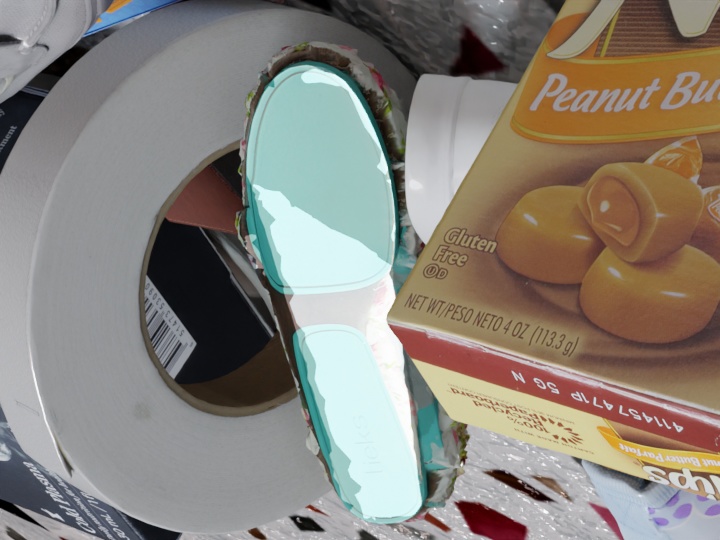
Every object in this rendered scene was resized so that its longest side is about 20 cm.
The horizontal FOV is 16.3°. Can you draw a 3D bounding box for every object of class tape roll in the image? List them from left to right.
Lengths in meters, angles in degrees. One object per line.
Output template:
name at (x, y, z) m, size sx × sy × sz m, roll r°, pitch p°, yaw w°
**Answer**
tape roll at (-0.049, -0.001, 0.938) m, size 0.037 × 0.203 × 0.203 m, roll 20°, pitch 158°, yaw 48°

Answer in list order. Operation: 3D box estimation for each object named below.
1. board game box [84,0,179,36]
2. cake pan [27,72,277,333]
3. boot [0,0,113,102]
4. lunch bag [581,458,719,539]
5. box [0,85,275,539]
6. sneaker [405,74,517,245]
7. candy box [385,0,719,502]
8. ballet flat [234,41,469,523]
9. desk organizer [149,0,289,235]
board game box at (-0.137, -0.151, 0.950) m, size 0.151 × 0.037 × 0.200 m, roll 39°, pitch 156°, yaw -23°
cake pan at (-0.114, -0.027, 1.192) m, size 0.200 × 0.037 × 0.200 m, roll 26°, pitch 158°, yaw 11°
boot at (-0.153, -0.076, 0.953) m, size 0.074 × 0.096 × 0.200 m, roll 32°, pitch 159°, yaw -7°
lunch bag at (0.151, 0.024, 0.739) m, size 0.127 × 0.200 × 0.170 m, roll 11°, pitch 151°, yaw 41°
box at (-0.171, 0.010, 1.133) m, size 0.196 × 0.124 × 0.200 m, roll 18°, pitch 155°, yaw 34°
sneaker at (0.089, -0.019, 0.894) m, size 0.115 × 0.074 × 0.200 m, roll 2°, pitch 171°, yaw 13°
candy box at (0.106, -0.041, 0.653) m, size 0.115 × 0.200 × 0.055 m, roll 16°, pitch 156°, yaw 33°
ballet flat at (0.000, 0.000, 0.922) m, size 0.076 × 0.064 × 0.200 m, roll 3°, pitch 120°, yaw 20°
desk organizer at (-0.021, -0.023, 1.037) m, size 0.077 × 0.072 × 0.200 m, roll 11°, pitch 151°, yaw 45°
